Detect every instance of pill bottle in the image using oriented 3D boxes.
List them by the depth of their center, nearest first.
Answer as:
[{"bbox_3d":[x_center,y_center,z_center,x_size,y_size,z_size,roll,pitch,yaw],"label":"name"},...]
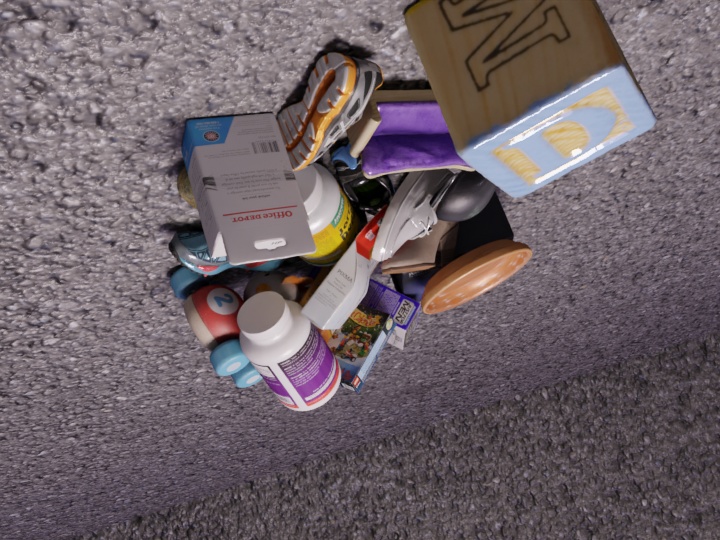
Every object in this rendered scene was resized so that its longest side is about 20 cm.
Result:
[{"bbox_3d":[-0.074,-0.087,1.278,0.113,0.113,0.200,-21,158,6],"label":"pill bottle"},{"bbox_3d":[-0.111,0.121,1.373,0.112,0.113,0.200,-21,136,6],"label":"pill bottle"}]

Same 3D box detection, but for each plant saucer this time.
[{"bbox_3d":[0.182,0.006,1.458,0.200,0.038,0.200,-26,164,-8],"label":"plant saucer"}]

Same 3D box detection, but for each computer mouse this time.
[{"bbox_3d":[0.183,-0.142,1.303,0.200,0.053,0.139,-52,169,-16],"label":"computer mouse"}]

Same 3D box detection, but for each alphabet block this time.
[{"bbox_3d":[0.196,-0.231,1.038,0.196,0.200,0.195,-27,158,20],"label":"alphabet block"}]

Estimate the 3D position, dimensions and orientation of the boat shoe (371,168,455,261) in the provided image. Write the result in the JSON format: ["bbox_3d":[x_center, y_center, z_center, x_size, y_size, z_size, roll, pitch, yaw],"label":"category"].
[{"bbox_3d":[0.080,-0.084,1.319,0.200,0.068,0.072,-57,168,-39],"label":"boat shoe"}]

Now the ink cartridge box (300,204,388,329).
[{"bbox_3d":[0.000,0.000,1.356,0.200,0.047,0.160,-51,171,2],"label":"ink cartridge box"}]

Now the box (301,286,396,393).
[{"bbox_3d":[-0.058,0.111,1.521,0.200,0.137,0.038,16,154,31],"label":"box"}]

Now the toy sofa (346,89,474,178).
[{"bbox_3d":[0.085,-0.189,1.187,0.200,0.098,0.083,-7,156,-27],"label":"toy sofa"}]

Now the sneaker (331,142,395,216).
[{"bbox_3d":[0.009,-0.116,1.317,0.071,0.083,0.200,-22,159,8],"label":"sneaker"}]

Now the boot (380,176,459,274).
[{"bbox_3d":[0.087,-0.073,1.395,0.070,0.147,0.200,-7,180,34],"label":"boot"}]

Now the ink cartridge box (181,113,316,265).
[{"bbox_3d":[-0.139,-0.088,1.101,0.116,0.200,0.067,-9,157,-24],"label":"ink cartridge box"}]

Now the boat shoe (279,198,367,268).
[{"bbox_3d":[-0.067,-0.043,1.448,0.200,0.068,0.072,-31,156,28],"label":"boat shoe"}]

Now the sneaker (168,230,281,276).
[{"bbox_3d":[-0.192,-0.053,1.345,0.200,0.079,0.096,-4,137,-43],"label":"sneaker"}]

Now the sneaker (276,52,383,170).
[{"bbox_3d":[-0.041,-0.189,1.116,0.077,0.078,0.200,-13,161,-39],"label":"sneaker"}]

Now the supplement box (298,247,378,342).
[{"bbox_3d":[-0.040,0.026,1.495,0.200,0.066,0.069,-57,164,-20],"label":"supplement box"}]

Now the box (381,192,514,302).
[{"bbox_3d":[0.148,-0.038,1.571,0.200,0.123,0.198,-18,157,-3],"label":"box"}]

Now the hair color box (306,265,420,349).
[{"bbox_3d":[0.004,0.056,1.595,0.065,0.200,0.109,-58,169,-19],"label":"hair color box"}]

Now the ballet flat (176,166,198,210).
[{"bbox_3d":[-0.171,-0.077,1.228,0.071,0.071,0.200,-26,144,16],"label":"ballet flat"}]

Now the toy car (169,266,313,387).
[{"bbox_3d":[-0.172,0.054,1.471,0.200,0.185,0.177,-33,157,0],"label":"toy car"}]
